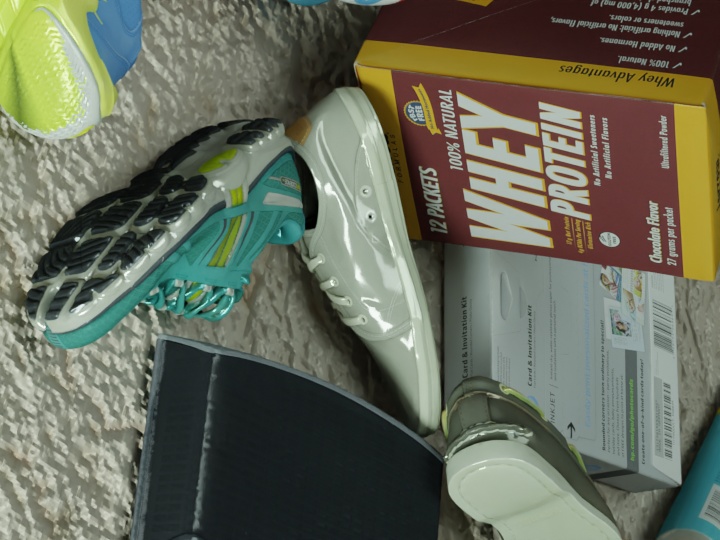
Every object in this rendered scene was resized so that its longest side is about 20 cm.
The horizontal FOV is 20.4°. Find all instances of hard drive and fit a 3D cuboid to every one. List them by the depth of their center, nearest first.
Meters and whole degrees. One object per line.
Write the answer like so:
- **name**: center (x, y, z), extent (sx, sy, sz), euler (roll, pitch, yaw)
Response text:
- **hard drive**: center (-0.029, 0.118, 1.031), extent (0.200, 0.042, 0.136), euler (29, 57, -42)

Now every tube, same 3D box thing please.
- **tube**: center (0.252, 0.141, 1.363), extent (0.200, 0.050, 0.078), euler (-47, 119, -52)

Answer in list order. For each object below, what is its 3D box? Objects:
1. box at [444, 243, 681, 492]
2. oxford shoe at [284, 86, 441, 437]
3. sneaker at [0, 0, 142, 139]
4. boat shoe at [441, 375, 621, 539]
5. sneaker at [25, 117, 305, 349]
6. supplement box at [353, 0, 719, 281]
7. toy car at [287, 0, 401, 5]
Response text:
- **box**: center (0.128, 0.043, 1.248), extent (0.200, 0.041, 0.157), euler (22, 62, -46)
- **oxford shoe**: center (0.000, 0.000, 1.099), extent (0.058, 0.075, 0.201), euler (-19, 106, -11)
- **sneaker**: center (-0.163, -0.165, 0.953), extent (0.105, 0.075, 0.201), euler (-49, 124, -59)
- **boat shoe**: center (0.100, 0.127, 1.148), extent (0.202, 0.072, 0.061), euler (51, 25, -52)
- **sneaker**: center (-0.084, -0.010, 0.987), extent (0.200, 0.077, 0.080), euler (-40, 117, -49)
- **supplement box**: center (0.127, -0.122, 1.148), extent (0.133, 0.196, 0.200), euler (77, 29, -46)
- **toy car**: center (-0.052, -0.204, 1.025), extent (0.200, 0.184, 0.178), euler (-27, 100, -33)
